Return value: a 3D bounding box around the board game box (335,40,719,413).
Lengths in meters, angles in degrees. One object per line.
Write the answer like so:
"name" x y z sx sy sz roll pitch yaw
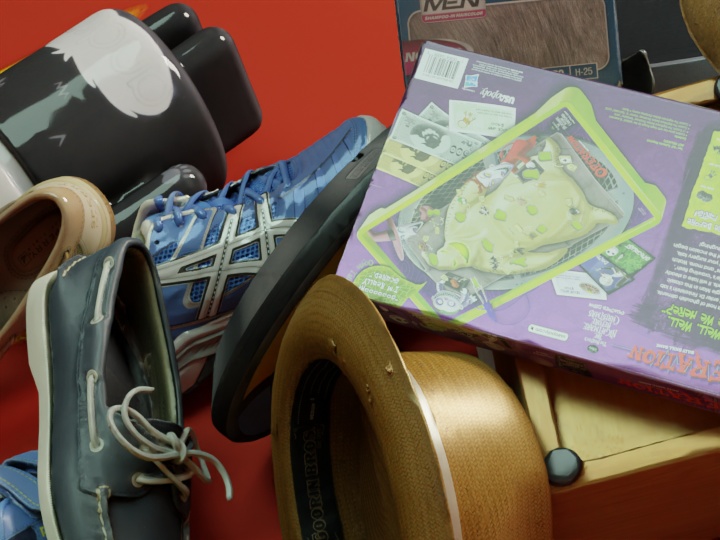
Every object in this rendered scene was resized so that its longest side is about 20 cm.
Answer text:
"board game box" 0.098 -0.017 1.162 0.199 0.032 0.121 16 71 21

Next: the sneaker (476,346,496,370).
"sneaker" 0.146 0.011 1.298 0.199 0.074 0.116 -15 48 8

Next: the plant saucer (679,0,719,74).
"plant saucer" 0.239 -0.127 1.209 0.199 0.036 0.201 0 42 0

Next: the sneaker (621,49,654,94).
"sneaker" 0.061 -0.063 1.402 0.199 0.105 0.060 9 31 38

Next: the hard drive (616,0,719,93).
"hard drive" 0.177 -0.125 1.479 0.199 0.042 0.135 -7 37 25

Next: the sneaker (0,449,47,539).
"sneaker" -0.157 0.120 1.310 0.074 0.083 0.200 2 37 35

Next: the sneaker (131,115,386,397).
"sneaker" -0.067 -0.011 1.398 0.200 0.077 0.076 -41 26 3

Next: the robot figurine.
"robot figurine" -0.152 -0.062 1.529 0.200 0.125 0.150 -35 0 -17

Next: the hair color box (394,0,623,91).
"hair color box" 0.067 -0.126 1.325 0.099 0.061 0.200 -6 13 3

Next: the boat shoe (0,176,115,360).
"boat shoe" -0.212 0.026 1.429 0.200 0.071 0.064 -47 -9 11

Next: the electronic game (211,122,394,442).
"electronic game" 0.000 0.000 1.305 0.042 0.200 0.200 39 61 13

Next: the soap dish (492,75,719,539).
"soap dish" 0.129 0.016 1.200 0.156 0.081 0.201 -15 65 10

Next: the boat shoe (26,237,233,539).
"boat shoe" -0.105 0.079 1.286 0.062 0.075 0.201 -30 54 29

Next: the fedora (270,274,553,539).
"fedora" 0.027 0.098 1.156 0.081 0.202 0.201 -8 28 -21
